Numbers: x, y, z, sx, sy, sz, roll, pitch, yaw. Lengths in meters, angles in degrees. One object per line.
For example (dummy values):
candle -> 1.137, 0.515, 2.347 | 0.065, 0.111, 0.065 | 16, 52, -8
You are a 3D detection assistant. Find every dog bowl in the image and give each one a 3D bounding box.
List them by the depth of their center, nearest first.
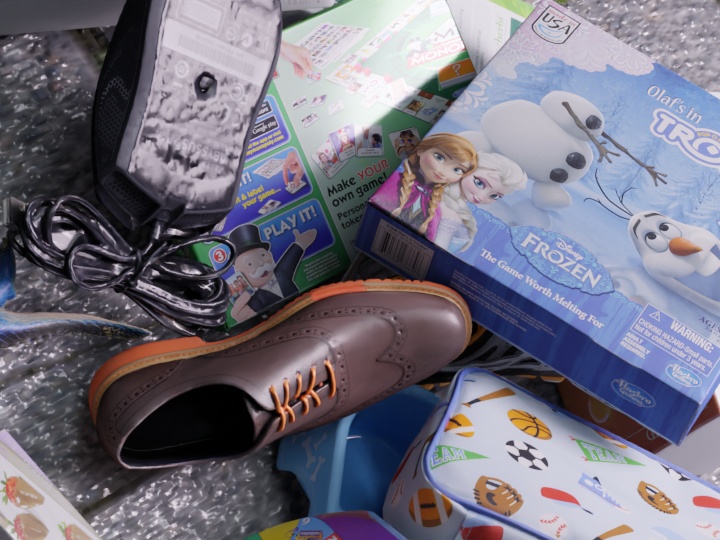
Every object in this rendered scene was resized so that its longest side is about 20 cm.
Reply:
dog bowl -> 0.010, 0.147, 1.159 | 0.111, 0.050, 0.200 | 23, 55, -24

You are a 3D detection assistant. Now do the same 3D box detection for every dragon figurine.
dragon figurine -> -0.208, 0.031, 1.070 | 0.200, 0.059, 0.100 | 25, 53, -21

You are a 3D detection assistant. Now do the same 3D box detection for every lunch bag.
lunch bag -> 0.113, 0.135, 1.107 | 0.200, 0.076, 0.160 | 29, 24, 2

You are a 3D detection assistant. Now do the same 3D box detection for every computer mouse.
computer mouse -> -0.103, -0.078, 1.125 | 0.138, 0.053, 0.201 | 26, 78, -40

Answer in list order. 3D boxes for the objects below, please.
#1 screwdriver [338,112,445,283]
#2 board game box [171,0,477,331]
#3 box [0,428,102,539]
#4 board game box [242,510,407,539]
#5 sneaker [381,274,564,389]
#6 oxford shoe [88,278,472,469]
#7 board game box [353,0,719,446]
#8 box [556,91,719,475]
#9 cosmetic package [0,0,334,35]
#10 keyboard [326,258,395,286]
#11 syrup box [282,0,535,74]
screwdriver -> 0.000, 0.000, 1.192 | 0.029, 0.028, 0.200 | 37, 76, -6
board game box -> -0.020, -0.069, 1.213 | 0.200, 0.029, 0.135 | -27, 98, -23
box -> -0.126, 0.166, 1.064 | 0.200, 0.041, 0.039 | 48, 49, -1
board game box -> -0.030, 0.165, 0.980 | 0.158, 0.200, 0.039 | -34, 128, -17
sneaker -> 0.088, 0.021, 1.198 | 0.199, 0.077, 0.078 | -14, 72, -2
oxford shoe -> -0.035, 0.060, 1.108 | 0.199, 0.073, 0.071 | -18, 115, -4
board game box -> 0.132, -0.033, 1.178 | 0.200, 0.043, 0.199 | 31, 51, 11
box -> 0.175, 0.011, 1.302 | 0.097, 0.124, 0.200 | -5, 67, -36
cosmetic package -> -0.116, -0.198, 1.188 | 0.199, 0.081, 0.113 | -4, 64, 2
keyboard -> 0.000, 0.030, 1.247 | 0.200, 0.011, 0.056 | -31, 85, -41
syrup box -> 0.001, -0.143, 1.297 | 0.200, 0.081, 0.079 | 23, 54, -24
